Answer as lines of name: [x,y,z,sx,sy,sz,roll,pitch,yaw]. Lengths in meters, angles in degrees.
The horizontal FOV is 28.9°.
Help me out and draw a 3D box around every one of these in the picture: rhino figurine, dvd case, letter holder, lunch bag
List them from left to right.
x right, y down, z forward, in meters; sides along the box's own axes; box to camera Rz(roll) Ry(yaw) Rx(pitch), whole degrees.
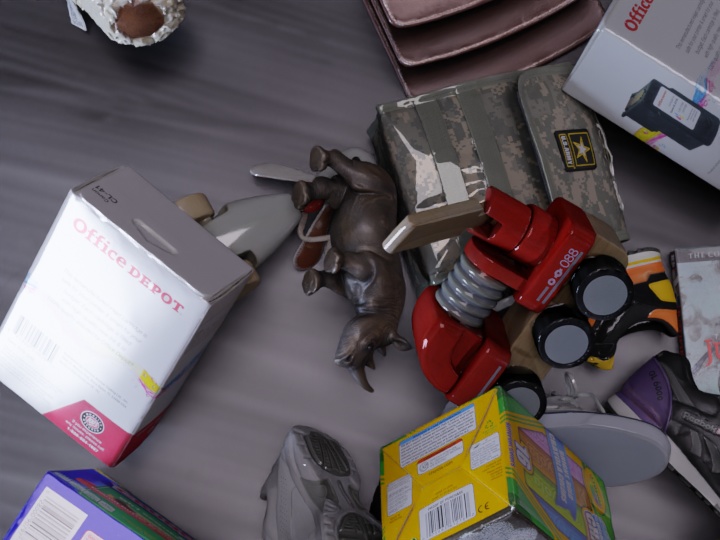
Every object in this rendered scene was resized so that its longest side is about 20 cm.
rhino figurine: [0.000,0.000,1.144,0.087,0.060,0.201,2,77,-38]
letter holder: [0.114,-0.245,1.230,0.199,0.101,0.143,-24,84,-4]
lunch bag: [0.125,-0.081,1.199,0.199,0.118,0.165,-15,84,-8]
dvd case: [0.353,0.076,1.223,0.145,0.022,0.201,-3,81,-1]

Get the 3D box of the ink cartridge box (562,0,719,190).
ink cartridge box: [0.293,-0.168,1.193,0.200,0.083,0.146,33,50,2]

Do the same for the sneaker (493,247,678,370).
sneaker: [0.179,0.050,1.201,0.199,0.070,0.090,-20,81,-4]

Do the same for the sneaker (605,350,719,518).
sneaker: [0.303,0.149,1.160,0.088,0.076,0.200,-46,70,5]

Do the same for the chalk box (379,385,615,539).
chalk box: [0.123,0.210,1.098,0.124,0.124,0.200,-31,126,23]

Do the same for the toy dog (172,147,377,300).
toy dog: [-0.080,-0.036,1.217,0.199,0.096,0.133,-7,79,-16]

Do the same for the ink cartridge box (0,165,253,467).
ink cartridge box: [-0.201,0.039,1.147,0.147,0.086,0.200,39,119,6]

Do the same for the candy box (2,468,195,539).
candy box: [-0.181,0.234,1.109,0.169,0.200,0.077,34,82,3]

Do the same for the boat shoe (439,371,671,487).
boat shoe: [0.163,0.129,1.178,0.201,0.075,0.086,-3,37,22]

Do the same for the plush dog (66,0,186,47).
plush dog: [-0.200,-0.316,1.238,0.171,0.160,0.201,-34,111,-19]

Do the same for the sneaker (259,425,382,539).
sneaker: [-0.033,0.225,1.140,0.078,0.200,0.100,23,115,-29]

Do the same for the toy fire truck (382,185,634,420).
toy fire truck: [0.088,0.014,1.077,0.199,0.129,0.176,29,112,-18]

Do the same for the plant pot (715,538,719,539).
plant pot: [0.275,0.324,1.109,0.189,0.201,0.201,-42,84,-20]

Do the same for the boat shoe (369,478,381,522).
boat shoe: [0.032,0.257,1.170,0.074,0.076,0.201,21,83,-11]
